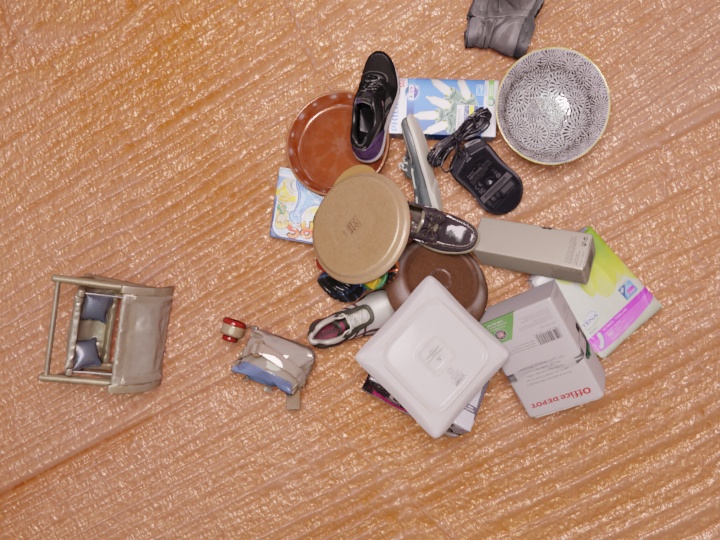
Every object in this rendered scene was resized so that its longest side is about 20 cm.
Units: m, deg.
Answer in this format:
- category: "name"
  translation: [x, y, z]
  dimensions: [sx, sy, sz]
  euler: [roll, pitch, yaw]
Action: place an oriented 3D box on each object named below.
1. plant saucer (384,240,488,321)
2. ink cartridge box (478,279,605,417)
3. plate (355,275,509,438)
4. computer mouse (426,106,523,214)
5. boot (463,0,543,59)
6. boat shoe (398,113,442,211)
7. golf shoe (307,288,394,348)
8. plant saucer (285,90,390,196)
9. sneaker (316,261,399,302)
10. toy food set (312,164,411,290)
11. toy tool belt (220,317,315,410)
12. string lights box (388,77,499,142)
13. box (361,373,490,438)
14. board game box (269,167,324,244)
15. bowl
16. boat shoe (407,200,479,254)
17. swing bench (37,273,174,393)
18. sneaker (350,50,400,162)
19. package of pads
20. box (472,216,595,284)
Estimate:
- category: "plant saucer"
  translation: [0.143, 0.021, 1.063]
  dimensions: [0.197, 0.037, 0.203]
  euler: [4, 62, -7]
- category: "ink cartridge box"
  translation: [0.325, 0.142, 1.041]
  dimensions: [0.145, 0.084, 0.202]
  euler: [-26, 98, 32]
- category: "plate"
  translation: [0.125, 0.144, 0.987]
  dimensions: [0.200, 0.032, 0.200]
  euler: [44, 81, 4]
- category: "computer mouse"
  translation: [0.223, -0.189, 1.067]
  dimensions: [0.138, 0.053, 0.200]
  euler: [-40, 114, 13]
- category: "boot"
  translation: [0.271, -0.499, 1.070]
  dimensions: [0.130, 0.070, 0.203]
  euler: [20, 89, 9]
- category: "boat shoe"
  translation: [0.100, -0.183, 1.069]
  dimensions: [0.061, 0.073, 0.202]
  euler: [-9, 119, 22]
- category: "golf shoe"
  translation: [-0.008, 0.099, 1.103]
  dimensions: [0.198, 0.088, 0.078]
  euler: [-27, 88, 4]
- category: "plant saucer"
  translation: [-0.042, -0.234, 1.086]
  dimensions: [0.197, 0.032, 0.204]
  euler: [-2, 82, 11]
- category: "sneaker"
  translation: [0.000, 0.000, 1.086]
  dimensions: [0.198, 0.079, 0.076]
  euler: [-19, 121, 37]
- category: "toy food set"
  translation: [-0.003, -0.072, 0.999]
  dimensions: [0.199, 0.048, 0.200]
  euler: [36, 98, 30]
- category: "toy tool belt"
  translation: [-0.189, 0.179, 1.105]
  dimensions: [0.197, 0.125, 0.125]
  euler: [20, 85, 5]
- category: "string lights box"
  translation: [0.153, -0.299, 1.088]
  dimensions: [0.196, 0.059, 0.105]
  euler: [3, 94, 5]
- category: "box"
  translation: [0.120, 0.198, 1.059]
  dimensions: [0.198, 0.115, 0.133]
  euler: [26, 68, 4]
- category: "board game box"
  translation: [-0.069, -0.116, 1.126]
  dimensions: [0.197, 0.034, 0.138]
  euler: [9, 93, 5]
- category: "bowl"
  translation: [0.336, -0.286, 1.054]
  dimensions: [0.197, 0.094, 0.204]
  euler: [0, 91, 3]
- category: "boat shoe"
  translation: [0.115, -0.081, 1.043]
  dimensions: [0.198, 0.065, 0.073]
  euler: [22, 93, 18]
- category: "swing bench"
  translation: [-0.482, 0.119, 1.123]
  dimensions: [0.197, 0.130, 0.202]
  euler: [8, 92, 4]
- category: "sneaker"
  translation: [0.024, -0.299, 1.021]
  dimensions: [0.074, 0.088, 0.203]
  euler: [5, 83, 13]
- category: "package of pads"
  translation: [0.423, 0.044, 1.073]
  dimensions: [0.154, 0.068, 0.200]
  euler: [-42, 87, 4]
- category: "box"
  translation: [0.305, -0.036, 1.031]
  dimensions: [0.198, 0.082, 0.069]
  euler: [14, 77, 29]
